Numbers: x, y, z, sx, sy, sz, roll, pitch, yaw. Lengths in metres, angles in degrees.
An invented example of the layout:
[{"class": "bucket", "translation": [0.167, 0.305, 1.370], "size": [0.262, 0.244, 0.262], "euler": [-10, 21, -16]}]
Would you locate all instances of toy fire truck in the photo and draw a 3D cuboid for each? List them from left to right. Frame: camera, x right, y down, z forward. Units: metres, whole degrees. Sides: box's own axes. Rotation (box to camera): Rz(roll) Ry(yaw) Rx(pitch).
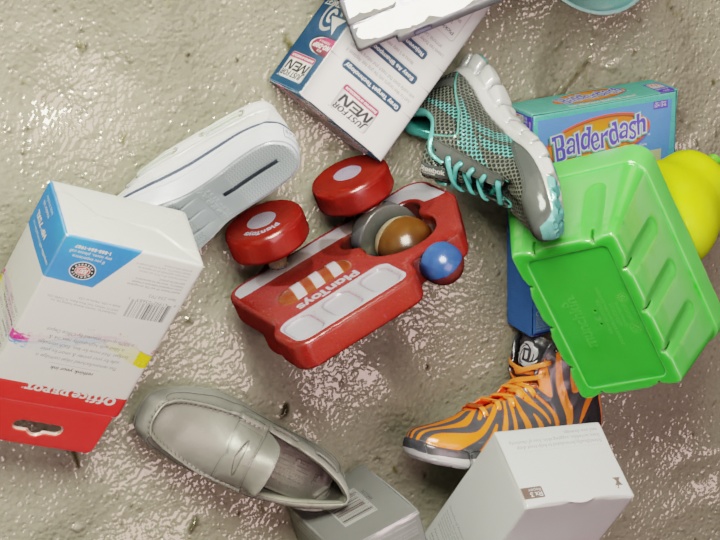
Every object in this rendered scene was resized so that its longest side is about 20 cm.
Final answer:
[{"class": "toy fire truck", "translation": [0.000, 0.000, 1.578], "size": [0.200, 0.168, 0.112], "euler": [-30, 119, -18]}]

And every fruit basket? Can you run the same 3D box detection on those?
[{"class": "fruit basket", "translation": [0.225, -0.023, 1.686], "size": [0.215, 0.155, 0.216], "euler": [33, 51, -53]}]

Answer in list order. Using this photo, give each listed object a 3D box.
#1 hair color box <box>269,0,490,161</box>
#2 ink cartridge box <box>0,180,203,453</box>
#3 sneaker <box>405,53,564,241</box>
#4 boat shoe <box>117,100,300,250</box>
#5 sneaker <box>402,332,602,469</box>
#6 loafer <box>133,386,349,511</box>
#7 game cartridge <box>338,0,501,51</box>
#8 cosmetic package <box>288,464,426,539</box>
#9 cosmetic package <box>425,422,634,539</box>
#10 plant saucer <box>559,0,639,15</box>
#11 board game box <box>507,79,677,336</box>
[{"class": "hair color box", "translation": [0.028, -0.199, 1.592], "size": [0.100, 0.060, 0.200], "euler": [38, 86, -33]}, {"class": "ink cartridge box", "translation": [-0.215, 0.039, 1.505], "size": [0.116, 0.067, 0.200], "euler": [13, 124, -32]}, {"class": "sneaker", "translation": [0.095, -0.085, 1.603], "size": [0.091, 0.200, 0.078], "euler": [-24, 137, -7]}, {"class": "boat shoe", "translation": [-0.137, -0.058, 1.543], "size": [0.200, 0.067, 0.074], "euler": [-28, 133, 5]}, {"class": "sneaker", "translation": [0.124, 0.110, 1.751], "size": [0.199, 0.077, 0.112], "euler": [-3, 100, -34]}, {"class": "loafer", "translation": [-0.091, 0.146, 1.633], "size": [0.200, 0.070, 0.070], "euler": [22, 95, -33]}, {"class": "game cartridge", "translation": [0.068, -0.258, 1.524], "size": [0.199, 0.038, 0.130], "euler": [-22, 98, 1]}, {"class": "cosmetic package", "translation": [0.015, 0.283, 1.720], "size": [0.090, 0.107, 0.200], "euler": [-27, 120, -19]}, {"class": "cosmetic package", "translation": [0.134, 0.220, 1.725], "size": [0.113, 0.081, 0.200], "euler": [-1, 140, -30]}, {"class": "plant saucer", "translation": [0.168, -0.300, 1.618], "size": [0.200, 0.036, 0.201], "euler": [8, 78, -41]}, {"class": "board game box", "translation": [0.200, -0.055, 1.748], "size": [0.152, 0.045, 0.201], "euler": [-11, 112, -26]}]
